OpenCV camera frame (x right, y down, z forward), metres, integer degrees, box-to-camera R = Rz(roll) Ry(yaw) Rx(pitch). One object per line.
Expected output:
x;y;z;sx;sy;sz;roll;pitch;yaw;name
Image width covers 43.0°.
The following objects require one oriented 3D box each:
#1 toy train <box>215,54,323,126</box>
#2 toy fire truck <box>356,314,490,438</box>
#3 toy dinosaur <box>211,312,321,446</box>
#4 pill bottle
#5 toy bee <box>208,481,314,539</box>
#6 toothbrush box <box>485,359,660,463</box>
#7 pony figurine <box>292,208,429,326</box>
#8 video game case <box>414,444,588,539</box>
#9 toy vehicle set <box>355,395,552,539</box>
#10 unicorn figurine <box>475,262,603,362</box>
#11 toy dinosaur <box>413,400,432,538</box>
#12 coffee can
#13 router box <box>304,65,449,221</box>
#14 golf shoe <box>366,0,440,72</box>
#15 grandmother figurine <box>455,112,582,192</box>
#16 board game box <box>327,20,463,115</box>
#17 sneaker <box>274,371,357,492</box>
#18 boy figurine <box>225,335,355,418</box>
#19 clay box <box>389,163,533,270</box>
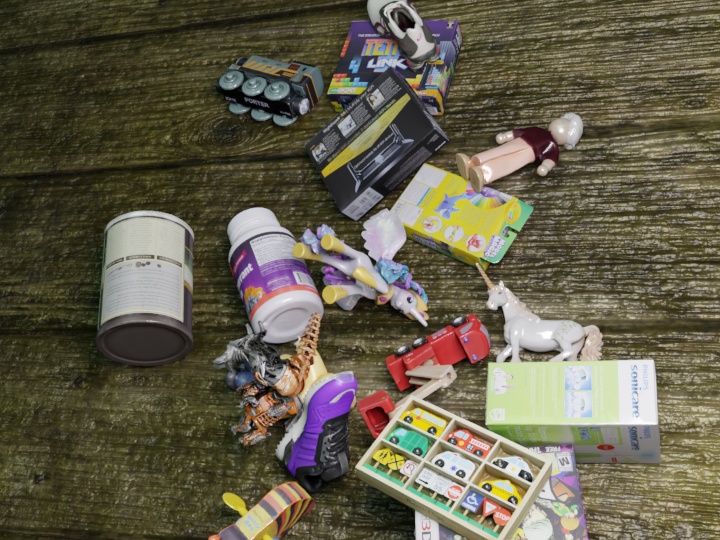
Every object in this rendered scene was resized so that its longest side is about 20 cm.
-0.161;-0.327;1.625;0.199;0.085;0.114;19;57;30;toy train
0.090;0.138;1.233;0.199;0.049;0.141;-27;16;3;toy fire truck
-0.120;0.144;1.269;0.136;0.102;0.200;38;78;10;toy dinosaur
-0.139;0.002;1.403;0.111;0.112;0.201;-27;55;3;pill bottle
-0.147;0.359;1.204;0.130;0.109;0.201;16;68;25;toy bee
0.266;0.178;1.136;0.199;0.146;0.086;-4;60;17;toothbrush box
0.000;0.000;1.321;0.167;0.200;0.193;-52;48;16;pony figurine
0.162;0.294;1.067;0.199;0.036;0.182;-5;47;7;video game case
0.110;0.237;1.086;0.199;0.027;0.124;22;54;30;toy vehicle set
0.234;0.089;1.251;0.199;0.074;0.138;15;57;11;unicorn figurine
0.127;0.267;1.175;0.135;0.086;0.201;-9;52;12;toy dinosaur
-0.336;0.028;1.438;0.146;0.146;0.201;-13;58;12;coffee can
0.022;-0.203;1.463;0.200;0.052;0.158;-40;56;17;router box
0.067;-0.423;1.525;0.077;0.088;0.200;-34;54;-1;golf shoe
0.251;-0.183;1.380;0.199;0.061;0.121;-26;55;-12;grandmother figurine
0.061;-0.350;1.568;0.199;0.057;0.166;5;65;22;board game box
-0.040;0.223;1.220;0.069;0.201;0.100;-8;50;-38;sneaker
-0.094;0.157;1.325;0.199;0.064;0.125;10;72;23;boy figurine
0.152;-0.078;1.383;0.199;0.048;0.115;26;71;29;clay box
